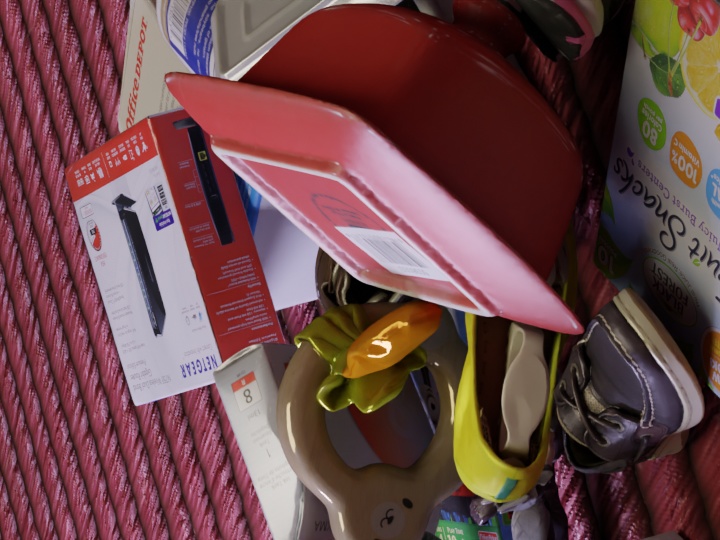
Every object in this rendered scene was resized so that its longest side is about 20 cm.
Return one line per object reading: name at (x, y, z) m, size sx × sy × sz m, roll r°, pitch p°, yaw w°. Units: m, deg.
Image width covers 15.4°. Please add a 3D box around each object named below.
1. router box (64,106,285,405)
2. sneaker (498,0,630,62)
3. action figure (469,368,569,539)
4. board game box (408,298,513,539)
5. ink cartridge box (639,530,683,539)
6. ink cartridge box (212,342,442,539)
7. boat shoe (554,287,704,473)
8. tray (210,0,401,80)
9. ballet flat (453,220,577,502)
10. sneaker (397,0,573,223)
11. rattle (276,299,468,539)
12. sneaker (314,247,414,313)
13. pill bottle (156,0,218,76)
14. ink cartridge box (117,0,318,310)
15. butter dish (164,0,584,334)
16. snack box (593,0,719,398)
router box at (-0.128, -0.008, 1.814) m, size 0.200 × 0.049 × 0.180 m, roll -21°, pitch 85°, yaw 66°
sneaker at (0.115, -0.162, 1.400) m, size 0.080 × 0.086 × 0.200 m, roll 49°, pitch -179°, yaw -17°
action figure at (0.100, 0.134, 1.542) m, size 0.130 × 0.069 × 0.201 m, roll -42°, pitch -54°, yaw -67°
board game box at (0.049, 0.078, 1.696) m, size 0.151 × 0.037 × 0.201 m, roll -5°, pitch 97°, yaw 65°
ink cartridge box at (0.105, 0.244, 1.471) m, size 0.088 × 0.200 × 0.146 m, roll -128°, pitch 33°, yaw -48°
ink cartridge box at (0.003, 0.142, 1.598) m, size 0.050 × 0.162 × 0.200 m, roll -34°, pitch 69°, yaw 26°
boat shoe at (0.135, 0.068, 1.401) m, size 0.072 × 0.065 × 0.200 m, roll 57°, pitch 174°, yaw 16°
tray at (-0.020, -0.174, 1.559) m, size 0.200 × 0.022 × 0.108 m, roll -34°, pitch 39°, yaw 26°
ballet flat at (0.088, 0.026, 1.449) m, size 0.067 × 0.067 × 0.201 m, roll 126°, pitch 150°, yaw -75°
sneaker at (0.060, -0.093, 1.543) m, size 0.200 × 0.071 × 0.073 m, roll 67°, pitch 154°, yaw 19°
rattle at (0.035, 0.117, 1.493) m, size 0.143 × 0.130 × 0.201 m, roll -4°, pitch 89°, yaw 54°
sneaker at (0.000, 0.000, 1.595) m, size 0.070 × 0.076 × 0.200 m, roll 37°, pitch 152°, yaw 3°
pill bottle at (-0.037, -0.133, 1.670) m, size 0.200 × 0.119 × 0.120 m, roll 50°, pitch 145°, yaw 44°
ink cartridge box at (-0.087, -0.090, 1.840) m, size 0.200 × 0.084 × 0.146 m, roll 58°, pitch 151°, yaw 33°
butter dish at (0.034, -0.078, 1.386) m, size 0.199 × 0.148 × 0.200 m, roll 42°, pitch 165°, yaw -31°
snack box at (0.184, -0.050, 1.324) m, size 0.142 × 0.053 × 0.200 m, roll 52°, pitch 147°, yaw 44°
